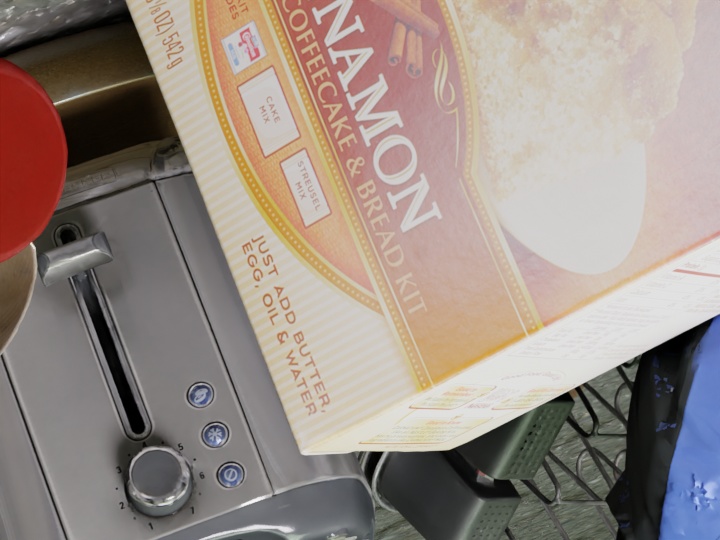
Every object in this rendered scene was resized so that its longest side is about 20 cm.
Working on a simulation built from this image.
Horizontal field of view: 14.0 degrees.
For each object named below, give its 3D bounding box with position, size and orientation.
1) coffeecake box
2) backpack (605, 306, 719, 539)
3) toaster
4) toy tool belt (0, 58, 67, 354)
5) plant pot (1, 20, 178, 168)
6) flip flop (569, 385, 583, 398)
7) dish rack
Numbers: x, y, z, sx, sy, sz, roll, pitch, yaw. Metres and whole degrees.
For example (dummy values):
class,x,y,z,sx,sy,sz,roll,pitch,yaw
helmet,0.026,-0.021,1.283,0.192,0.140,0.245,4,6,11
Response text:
class,x,y,z,sx,sy,sz,roll,pitch,yaw
coffeecake box,0.054,-0.068,0.663,0.200,0.154,0.073,-29,164,26
backpack,0.152,0.040,0.748,0.200,0.167,0.163,-54,150,-47
toaster,-0.065,0.047,0.861,0.113,0.129,0.200,-20,165,-5
toy tool belt,-0.175,-0.026,0.612,0.200,0.125,0.123,-6,-170,-40
plant pot,-0.088,-0.028,0.868,0.200,0.028,0.200,-20,167,-5
flip flop,0.055,0.020,1.041,0.081,0.058,0.200,-57,-172,4
dish rack,0.112,0.030,0.924,0.200,0.055,0.154,5,124,-38
